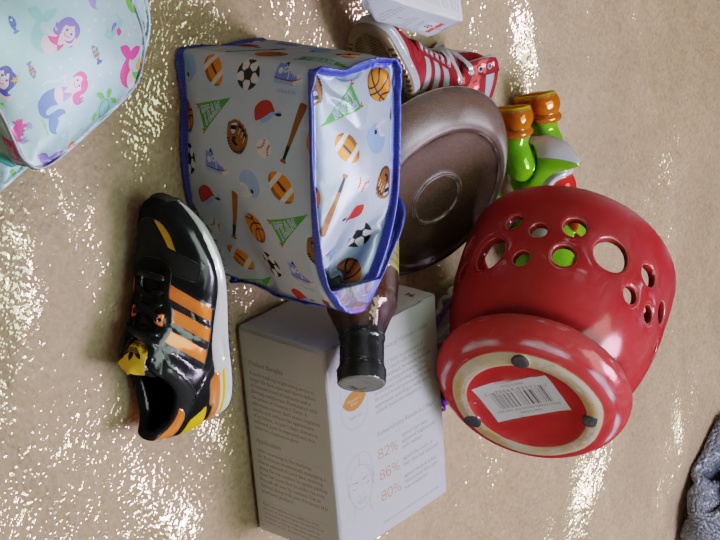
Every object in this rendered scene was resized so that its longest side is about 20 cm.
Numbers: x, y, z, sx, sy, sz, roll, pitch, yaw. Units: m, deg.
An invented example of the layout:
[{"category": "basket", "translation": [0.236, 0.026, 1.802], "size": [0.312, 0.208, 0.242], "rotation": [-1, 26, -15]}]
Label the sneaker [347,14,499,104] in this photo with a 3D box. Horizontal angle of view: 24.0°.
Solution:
[{"category": "sneaker", "translation": [0.060, -0.189, 1.535], "size": [0.113, 0.071, 0.201], "rotation": [-55, 143, -19]}]

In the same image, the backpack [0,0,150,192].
[{"category": "backpack", "translation": [-0.232, -0.169, 1.144], "size": [0.200, 0.149, 0.179], "rotation": [-47, 131, -37]}]

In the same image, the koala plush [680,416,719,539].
[{"category": "koala plush", "translation": [0.522, 0.308, 2.121], "size": [0.184, 0.199, 0.178], "rotation": [-53, 135, -25]}]

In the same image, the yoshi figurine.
[{"category": "yoshi figurine", "translation": [0.170, -0.073, 1.704], "size": [0.112, 0.111, 0.202], "rotation": [-80, 155, -78]}]

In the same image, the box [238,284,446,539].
[{"category": "box", "translation": [-0.013, 0.126, 1.507], "size": [0.152, 0.106, 0.202], "rotation": [-25, 119, -43]}]

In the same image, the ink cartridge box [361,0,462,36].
[{"category": "ink cartridge box", "translation": [0.001, -0.294, 1.417], "size": [0.199, 0.050, 0.164], "rotation": [7, 72, -44]}]

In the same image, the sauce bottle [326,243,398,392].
[{"category": "sauce bottle", "translation": [0.000, 0.000, 1.408], "size": [0.066, 0.065, 0.202], "rotation": [31, 55, -49]}]

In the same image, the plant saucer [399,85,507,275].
[{"category": "plant saucer", "translation": [0.062, -0.072, 1.541], "size": [0.199, 0.032, 0.202], "rotation": [-25, 139, -24]}]

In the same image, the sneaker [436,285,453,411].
[{"category": "sneaker", "translation": [0.095, 0.079, 1.639], "size": [0.200, 0.088, 0.081], "rotation": [-38, 126, -39]}]

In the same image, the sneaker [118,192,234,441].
[{"category": "sneaker", "translation": [-0.155, 0.042, 1.343], "size": [0.090, 0.069, 0.202], "rotation": [-33, 126, -44]}]

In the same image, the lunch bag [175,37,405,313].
[{"category": "lunch bag", "translation": [-0.054, -0.077, 1.356], "size": [0.123, 0.169, 0.203], "rotation": [-13, 109, -42]}]

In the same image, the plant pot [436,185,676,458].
[{"category": "plant pot", "translation": [0.172, 0.056, 1.522], "size": [0.201, 0.198, 0.184], "rotation": [61, 38, -39]}]
